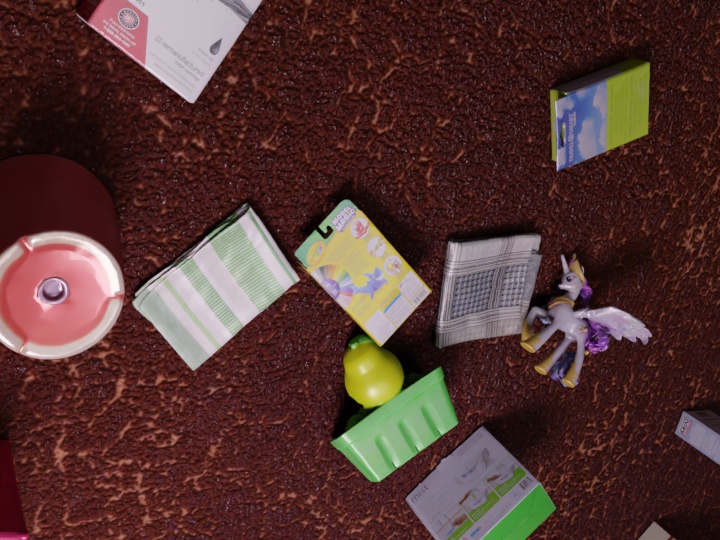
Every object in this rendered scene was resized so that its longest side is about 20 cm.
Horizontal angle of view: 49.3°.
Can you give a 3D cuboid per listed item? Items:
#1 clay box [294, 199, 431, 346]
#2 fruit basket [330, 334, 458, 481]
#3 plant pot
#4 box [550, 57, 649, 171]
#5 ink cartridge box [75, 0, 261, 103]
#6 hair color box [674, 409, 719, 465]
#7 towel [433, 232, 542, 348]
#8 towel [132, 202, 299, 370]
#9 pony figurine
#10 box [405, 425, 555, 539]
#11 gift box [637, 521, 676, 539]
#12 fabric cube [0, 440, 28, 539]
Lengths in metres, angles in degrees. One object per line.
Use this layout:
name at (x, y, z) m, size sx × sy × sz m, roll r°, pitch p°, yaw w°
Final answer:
clay box at (0.000, 0.000, 1.139) m, size 0.115 × 0.048 × 0.200 m, roll -45°, pitch 113°, yaw -5°
fruit basket at (0.033, 0.201, 1.237) m, size 0.210 × 0.156 × 0.221 m, roll 2°, pitch 76°, yaw -7°
plant pot at (-0.347, -0.008, 0.864) m, size 0.196 × 0.177 × 0.205 m, roll -12°, pitch 118°, yaw -25°
box at (0.378, -0.251, 1.263) m, size 0.197 × 0.048 × 0.124 m, roll -23°, pitch 121°, yaw -20°
ink cartridge box at (-0.194, -0.316, 0.868) m, size 0.143 × 0.084 × 0.202 m, roll 33°, pitch 93°, yaw -36°
hair color box at (0.805, 0.383, 1.720) m, size 0.097 × 0.200 × 0.062 m, roll 4°, pitch 111°, yaw -31°
towel at (0.216, 0.033, 1.308) m, size 0.196 × 0.034 × 0.197 m, roll -7°, pitch 115°, yaw -29°
towel at (-0.192, 0.025, 1.068) m, size 0.199 × 0.023 × 0.154 m, roll -40°, pitch 127°, yaw -9°
pony figurine at (0.378, 0.097, 1.367) m, size 0.192 × 0.166 × 0.202 m, roll 39°, pitch 72°, yaw -12°
box at (0.209, 0.412, 1.392) m, size 0.199 × 0.176 × 0.097 m, roll -42°, pitch 126°, yaw -7°
gift box at (0.719, 0.745, 1.846) m, size 0.187 × 0.200 × 0.185 m, roll -45°, pitch 122°, yaw -2°
fabric cube at (-0.519, 0.325, 0.902) m, size 0.196 × 0.199 × 0.200 m, roll 15°, pitch 104°, yaw -35°
